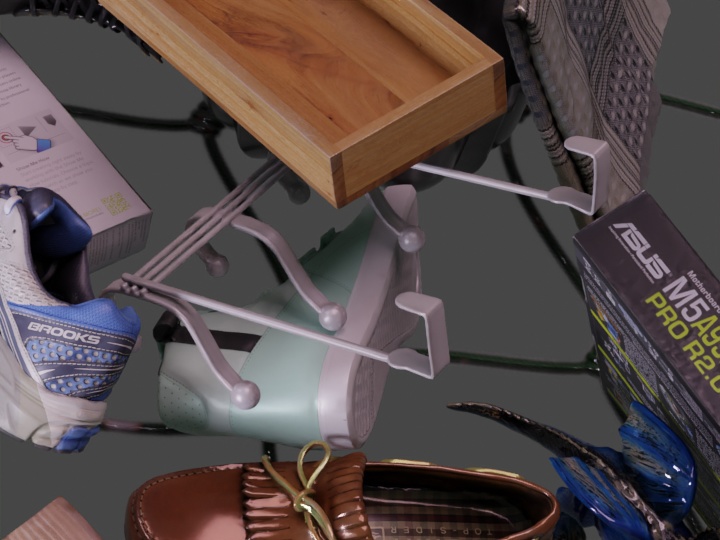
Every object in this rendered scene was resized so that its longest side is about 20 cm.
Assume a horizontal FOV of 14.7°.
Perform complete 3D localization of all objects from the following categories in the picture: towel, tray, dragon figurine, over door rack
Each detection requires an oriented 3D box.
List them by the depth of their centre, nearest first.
[{"bbox_3d":[0.000,0.000,1.256,0.199,0.067,0.148,4,35,40],"label":"over door rack"},{"bbox_3d":[0.124,0.104,1.302,0.059,0.100,0.200,-32,65,-18],"label":"dragon figurine"},{"bbox_3d":[-0.032,-0.112,1.306,0.098,0.037,0.200,-31,48,-22],"label":"tray"},{"bbox_3d":[0.124,-0.123,1.463,0.034,0.201,0.193,-7,43,19],"label":"towel"}]

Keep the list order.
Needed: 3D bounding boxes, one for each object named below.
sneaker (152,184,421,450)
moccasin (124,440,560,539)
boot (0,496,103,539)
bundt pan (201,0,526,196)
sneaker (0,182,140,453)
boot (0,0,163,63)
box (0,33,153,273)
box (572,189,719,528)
[{"bbox_3d":[-0.037,0.014,1.365,0.117,0.074,0.201,2,30,14],"label":"sneaker"},{"bbox_3d":[-0.007,0.116,1.274,0.200,0.078,0.074,8,54,-10],"label":"moccasin"},{"bbox_3d":[-0.218,0.128,1.219,0.155,0.077,0.200,-36,63,-25],"label":"boot"},{"bbox_3d":[0.000,-0.114,1.479,0.201,0.076,0.203,7,44,-6],"label":"bundt pan"},{"bbox_3d":[-0.164,-0.009,1.271,0.200,0.085,0.077,46,17,29],"label":"sneaker"},{"bbox_3d":[-0.146,-0.141,1.396,0.199,0.078,0.139,-26,54,-13],"label":"boot"},{"bbox_3d":[-0.219,-0.061,1.404,0.144,0.036,0.200,-24,60,-32],"label":"box"},{"bbox_3d":[0.177,0.080,1.306,0.044,0.160,0.200,-32,60,-7],"label":"box"}]
